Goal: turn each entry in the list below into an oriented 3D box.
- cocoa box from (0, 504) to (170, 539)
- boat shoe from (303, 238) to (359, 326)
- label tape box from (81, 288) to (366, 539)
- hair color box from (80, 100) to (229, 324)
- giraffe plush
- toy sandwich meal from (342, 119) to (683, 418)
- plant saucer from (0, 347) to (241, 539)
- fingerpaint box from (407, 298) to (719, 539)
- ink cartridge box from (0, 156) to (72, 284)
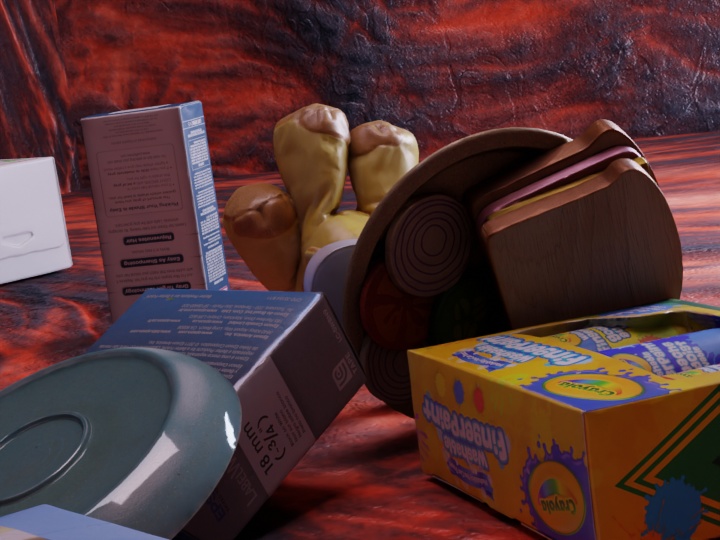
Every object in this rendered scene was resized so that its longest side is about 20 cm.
[{"bbox_3d":[-0.057,0.134,0.288,0.133,0.133,0.199,-14,10,-39],"label":"cocoa box"},{"bbox_3d":[0.046,0.018,0.950,0.198,0.074,0.068,10,14,-28],"label":"boat shoe"},{"bbox_3d":[-0.112,0.093,0.804,0.143,0.064,0.200,0,37,43],"label":"label tape box"},{"bbox_3d":[-0.183,-0.047,1.415,0.099,0.202,0.061,-5,9,16],"label":"hair color box"},{"bbox_3d":[0.000,0.000,1.053,0.171,0.202,0.162,15,5,-21],"label":"giraffe plush"},{"bbox_3d":[0.088,0.012,0.878,0.203,0.207,0.070,-11,28,-19],"label":"toy sandwich meal"},{"bbox_3d":[-0.151,0.096,0.731,0.198,0.028,0.201,-21,27,11],"label":"plant saucer"},{"bbox_3d":[0.137,0.068,0.765,0.165,0.074,0.200,-10,8,-18],"label":"fingerpaint box"},{"bbox_3d":[-0.491,-0.062,2.008,0.146,0.148,0.199,-15,11,-40],"label":"ink cartridge box"}]
